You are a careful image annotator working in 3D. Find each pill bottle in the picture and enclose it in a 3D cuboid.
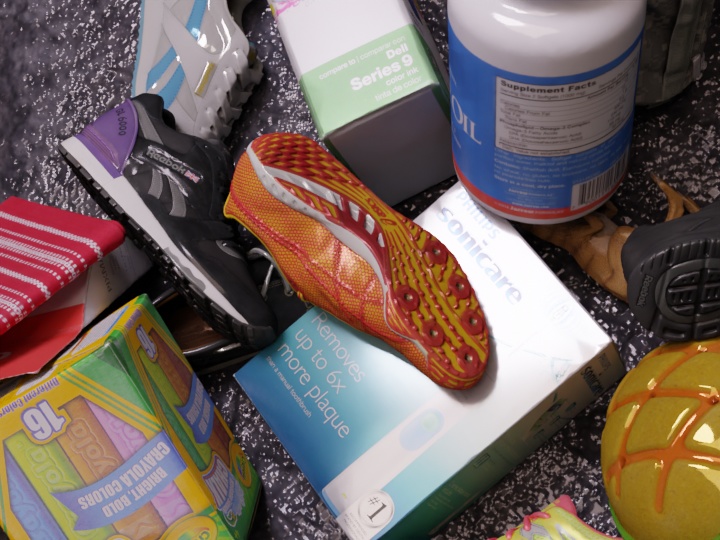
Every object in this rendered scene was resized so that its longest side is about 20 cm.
[{"bbox_3d":[0.105,-0.130,0.787,0.111,0.201,0.113,-3,51,3],"label":"pill bottle"}]

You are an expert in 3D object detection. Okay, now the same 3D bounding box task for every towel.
[{"bbox_3d":[-0.257,0.021,0.886,0.144,0.023,0.200,13,47,47],"label":"towel"}]

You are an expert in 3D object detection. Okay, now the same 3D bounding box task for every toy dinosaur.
[{"bbox_3d":[0.179,0.000,0.880,0.200,0.060,0.106,43,104,12],"label":"toy dinosaur"}]

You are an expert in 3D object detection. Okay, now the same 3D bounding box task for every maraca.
[{"bbox_3d":[0.194,0.112,0.761,0.137,0.107,0.201,-43,24,26],"label":"maraca"}]

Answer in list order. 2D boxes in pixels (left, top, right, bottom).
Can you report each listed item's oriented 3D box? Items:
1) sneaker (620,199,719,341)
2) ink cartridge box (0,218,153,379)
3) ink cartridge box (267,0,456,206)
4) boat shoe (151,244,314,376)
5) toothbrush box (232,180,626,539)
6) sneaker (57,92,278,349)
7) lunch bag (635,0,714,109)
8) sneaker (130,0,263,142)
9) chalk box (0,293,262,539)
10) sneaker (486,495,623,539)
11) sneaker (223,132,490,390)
[{"bbox_3d":[0.245,-0.016,0.796,0.198,0.091,0.077,-4,113,-2],"label":"sneaker"},{"bbox_3d":[-0.246,0.026,0.919,0.160,0.200,0.050,-14,103,17],"label":"ink cartridge box"},{"bbox_3d":[-0.003,-0.162,0.924,0.087,0.145,0.201,-26,68,8],"label":"ink cartridge box"},{"bbox_3d":[-0.061,0.014,0.935,0.199,0.068,0.072,-25,67,7],"label":"boat shoe"},{"bbox_3d":[0.045,0.065,0.876,0.200,0.085,0.147,-39,66,2],"label":"toothbrush box"},{"bbox_3d":[-0.106,-0.041,0.890,0.087,0.076,0.200,-40,70,-12],"label":"sneaker"},{"bbox_3d":[0.155,-0.215,0.857,0.139,0.201,0.168,-27,60,-16],"label":"lunch bag"},{"bbox_3d":[-0.114,-0.132,0.990,0.080,0.077,0.202,-3,77,11],"label":"sneaker"},{"bbox_3d":[-0.144,0.140,0.874,0.123,0.124,0.201,-30,101,7],"label":"chalk box"},{"bbox_3d":[0.104,0.181,0.836,0.198,0.078,0.091,2,68,11],"label":"sneaker"},{"bbox_3d":[0.000,0.000,0.838,0.200,0.077,0.073,45,46,16],"label":"sneaker"}]
